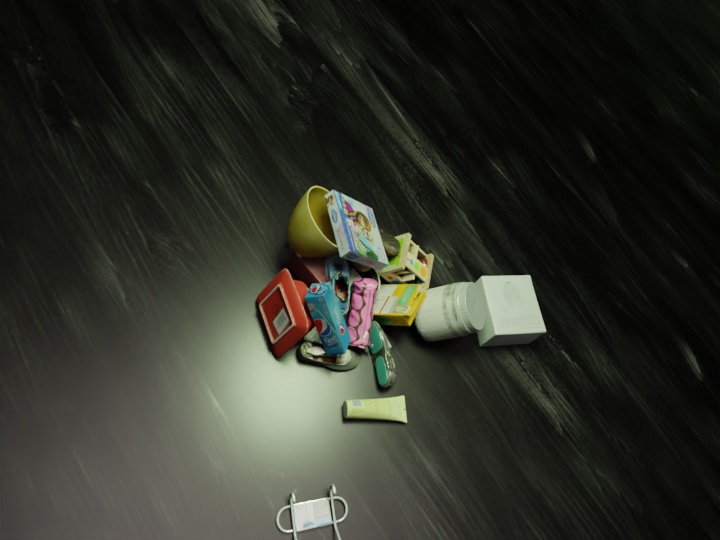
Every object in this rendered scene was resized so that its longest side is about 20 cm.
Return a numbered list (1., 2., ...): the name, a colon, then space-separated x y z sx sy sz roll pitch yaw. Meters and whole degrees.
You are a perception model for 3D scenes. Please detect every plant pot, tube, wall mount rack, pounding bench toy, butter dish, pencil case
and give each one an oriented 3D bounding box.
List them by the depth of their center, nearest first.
1. wall mount rack: -0.113 0.655 1.416 0.194 0.075 0.179 -4 66 -19
2. plant pot: -0.135 -0.121 1.611 0.199 0.140 0.204 40 34 -34
3. tube: 0.045 0.406 1.612 0.194 0.052 0.060 4 104 -20
4. butter dish: -0.191 0.121 1.616 0.145 0.199 0.204 -3 62 -45
5. pencil case: 0.007 0.127 1.658 0.088 0.094 0.207 5 96 -8
6. pounding bench toy: 0.121 -0.007 1.805 0.155 0.197 0.127 36 55 -34

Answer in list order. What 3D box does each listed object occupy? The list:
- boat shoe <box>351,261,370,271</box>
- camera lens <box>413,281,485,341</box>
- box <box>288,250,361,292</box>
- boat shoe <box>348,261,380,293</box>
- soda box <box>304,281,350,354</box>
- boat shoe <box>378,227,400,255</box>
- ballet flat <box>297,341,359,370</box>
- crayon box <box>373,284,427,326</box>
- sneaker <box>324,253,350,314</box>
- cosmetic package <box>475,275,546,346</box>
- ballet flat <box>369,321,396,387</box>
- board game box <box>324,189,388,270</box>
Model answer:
1. boat shoe: -0.009 -0.097 1.724 0.071 0.063 0.205 -9 69 -23
2. camera lens: 0.271 0.129 1.717 0.158 0.196 0.165 24 59 -48
3. box: -0.113 0.004 1.721 0.127 0.109 0.201 -37 79 -30
4. boat shoe: 0.001 -0.002 1.751 0.065 0.075 0.203 16 38 -38
5. soda box: -0.090 0.136 1.553 0.062 0.204 0.068 -6 30 22
6. boat shoe: 0.063 -0.085 1.753 0.070 0.070 0.200 7 23 -30
7. ballet flat: -0.090 0.252 1.631 0.194 0.064 0.069 11 66 -13
8. crayon box: 0.117 0.106 1.702 0.052 0.197 0.127 52 55 -29
9. sneaker: -0.056 0.022 1.614 0.076 0.090 0.206 0 63 -17
10. cosmetic package: 0.484 0.136 1.845 0.193 0.124 0.206 0 63 -18
11. ballet flat: 0.069 0.256 1.690 0.070 0.072 0.206 -4 66 -20
12. board game box: -0.009 -0.116 1.622 0.197 0.041 0.205 17 51 -52
